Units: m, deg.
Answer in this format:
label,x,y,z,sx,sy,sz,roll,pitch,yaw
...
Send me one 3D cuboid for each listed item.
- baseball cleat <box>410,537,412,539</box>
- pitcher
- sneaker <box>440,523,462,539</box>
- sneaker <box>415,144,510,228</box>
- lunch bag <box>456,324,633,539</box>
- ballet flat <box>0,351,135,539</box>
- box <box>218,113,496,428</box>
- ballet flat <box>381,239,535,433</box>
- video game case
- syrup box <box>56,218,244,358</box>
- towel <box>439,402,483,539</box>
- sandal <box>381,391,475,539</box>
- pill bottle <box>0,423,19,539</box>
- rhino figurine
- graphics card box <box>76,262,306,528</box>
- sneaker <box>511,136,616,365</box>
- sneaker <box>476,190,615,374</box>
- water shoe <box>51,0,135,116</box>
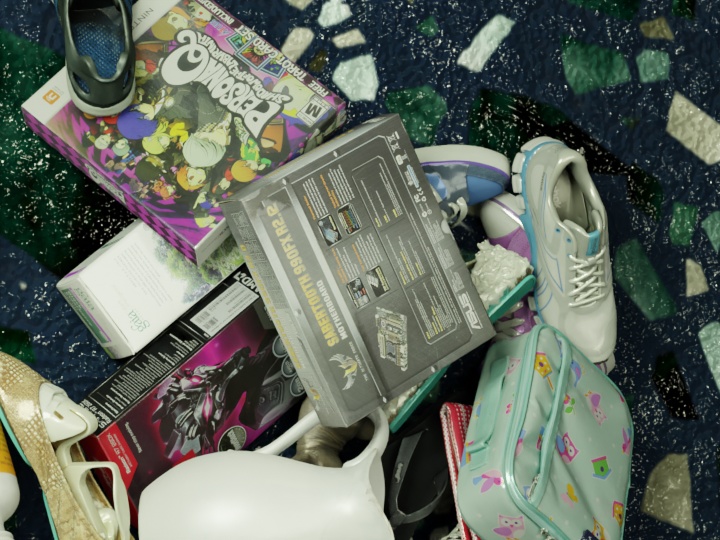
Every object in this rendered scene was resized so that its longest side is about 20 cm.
label,x,y,z,sx,sy,sz,roll,pitch,yaw
baseball cleat,-0.007,0.282,1.696,0.106,0.069,0.202,3,86,-39
pitcher,-0.070,0.181,1.600,0.198,0.122,0.173,-8,47,6
sneaker,0.092,0.239,1.715,0.199,0.071,0.073,4,88,-62
sneaker,0.041,-0.023,1.720,0.198,0.081,0.148,-3,69,-14
lunch bag,0.155,0.155,1.683,0.160,0.077,0.201,45,40,-30
ballet flat,-0.221,0.146,1.546,0.065,0.071,0.202,-23,95,13
box,0.000,0.000,1.596,0.158,0.048,0.201,-30,101,-24
ballet flat,0.066,0.051,1.700,0.200,0.072,0.072,-45,104,-22
video game case,-0.142,-0.127,1.634,0.200,0.036,0.181,39,69,18
syrup box,-0.146,-0.020,1.657,0.200,0.081,0.079,-41,100,-19
towel,0.140,0.191,1.733,0.199,0.022,0.146,15,59,-53
sandal,0.047,0.167,1.681,0.076,0.043,0.200,55,52,-16
pill bottle,-0.321,0.143,1.524,0.110,0.111,0.202,-12,72,-23
rhino figurine,-0.008,0.122,1.722,0.087,0.060,0.201,34,76,-22
graphics card box,-0.134,0.104,1.644,0.200,0.051,0.126,-41,135,-21
sneaker,0.182,-0.013,1.717,0.074,0.087,0.202,-19,100,-16
sneaker,0.138,0.035,1.784,0.114,0.073,0.202,-33,100,-18
water shoe,-0.211,-0.224,1.612,0.071,0.079,0.202,-9,67,-16
